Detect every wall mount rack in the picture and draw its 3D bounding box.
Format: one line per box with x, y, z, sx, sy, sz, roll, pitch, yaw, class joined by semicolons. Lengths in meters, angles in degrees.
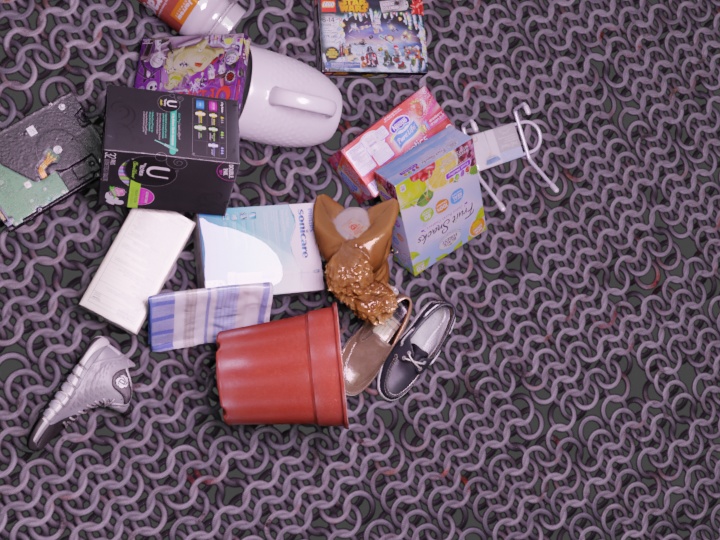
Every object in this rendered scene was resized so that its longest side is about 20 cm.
0.266;-0.202;1.734;0.198;0.075;0.175;-19;92;-18;wall mount rack

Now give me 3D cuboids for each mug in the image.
-0.115;-0.272;1.553;0.174;0.200;0.149;11;94;-27;mug

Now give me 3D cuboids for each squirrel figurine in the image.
0.000;0.000;1.574;0.140;0.187;0.201;-1;54;9;squirrel figurine

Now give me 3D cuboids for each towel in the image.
-0.237;0.075;1.520;0.198;0.147;0.024;-6;54;-17;towel

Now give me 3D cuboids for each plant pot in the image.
-0.123;0.161;1.515;0.193;0.201;0.203;-6;87;-2;plant pot

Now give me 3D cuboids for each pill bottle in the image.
-0.289;-0.451;1.554;0.199;0.112;0.113;37;76;-11;pill bottle

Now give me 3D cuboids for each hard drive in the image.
-0.501;-0.171;1.502;0.199;0.038;0.140;-36;97;-18;hard drive

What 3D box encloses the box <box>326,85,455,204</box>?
0.054;-0.216;1.655;0.200;0.095;0.100;-40;99;-16;box

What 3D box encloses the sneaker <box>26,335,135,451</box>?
-0.417;0.211;1.480;0.115;0.075;0.201;36;75;-14;sneaker

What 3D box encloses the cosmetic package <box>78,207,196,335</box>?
-0.353;-0.009;1.518;0.103;0.073;0.201;30;77;-13;cosmetic package

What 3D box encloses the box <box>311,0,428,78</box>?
0.018;-0.411;1.689;0.198;0.040;0.138;-4;86;-18;box

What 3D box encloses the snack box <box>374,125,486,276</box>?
0.123;-0.117;1.631;0.168;0.068;0.201;-33;135;-18;snack box

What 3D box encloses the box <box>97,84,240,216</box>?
-0.291;-0.179;1.456;0.198;0.149;0.125;4;60;-17;box

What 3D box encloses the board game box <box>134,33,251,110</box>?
-0.272;-0.314;1.528;0.198;0.032;0.121;4;86;26;board game box

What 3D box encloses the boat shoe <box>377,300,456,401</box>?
0.097;0.136;1.659;0.075;0.060;0.201;32;77;-13;boat shoe

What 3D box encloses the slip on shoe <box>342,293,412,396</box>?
0.026;0.125;1.636;0.076;0.061;0.200;41;75;-11;slip on shoe

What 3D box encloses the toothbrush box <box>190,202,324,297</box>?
-0.169;-0.028;1.573;0.198;0.085;0.148;-6;86;-18;toothbrush box
